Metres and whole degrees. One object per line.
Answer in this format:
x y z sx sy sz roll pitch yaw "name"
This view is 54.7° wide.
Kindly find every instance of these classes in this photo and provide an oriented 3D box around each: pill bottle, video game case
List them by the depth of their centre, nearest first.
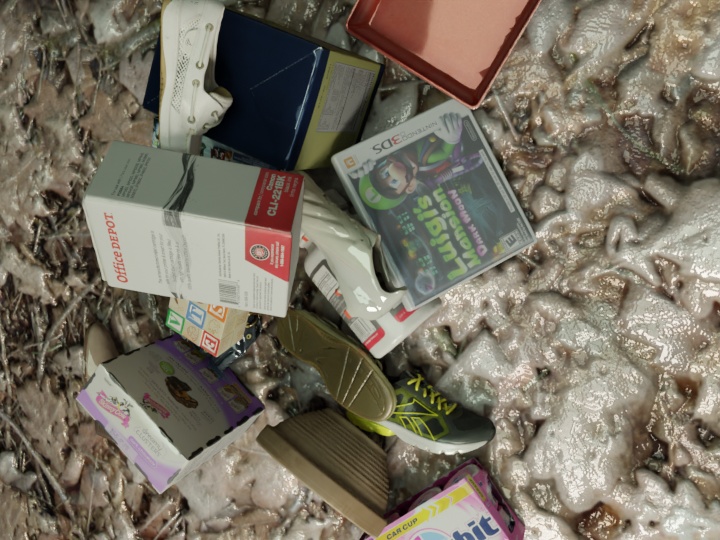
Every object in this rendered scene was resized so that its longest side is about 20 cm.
0.088 -0.082 0.819 0.181 0.023 0.201 -27 89 -12 "video game case"
0.000 0.000 0.870 0.111 0.111 0.200 -42 83 21 "pill bottle"

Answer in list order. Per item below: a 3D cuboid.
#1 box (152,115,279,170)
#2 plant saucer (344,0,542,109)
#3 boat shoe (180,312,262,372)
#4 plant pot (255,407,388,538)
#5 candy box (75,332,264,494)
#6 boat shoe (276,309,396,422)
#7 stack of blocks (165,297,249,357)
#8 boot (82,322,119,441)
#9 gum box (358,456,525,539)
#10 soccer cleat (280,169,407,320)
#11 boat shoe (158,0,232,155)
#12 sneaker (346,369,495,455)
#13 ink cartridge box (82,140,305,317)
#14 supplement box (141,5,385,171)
-0.181 -0.105 0.888 0.199 0.040 0.138 21 117 21 "box"
0.109 -0.325 0.817 0.199 0.037 0.201 35 110 12 "plant saucer"
-0.161 0.050 0.969 0.091 0.071 0.200 43 112 -2 "boat shoe"
-0.032 0.243 0.901 0.200 0.201 0.093 35 77 13 "plant pot"
-0.250 0.180 0.946 0.168 0.200 0.072 45 110 9 "candy box"
-0.023 0.115 0.895 0.200 0.063 0.074 33 110 30 "boat shoe"
-0.188 -0.006 0.871 0.115 0.059 0.201 29 122 16 "stack of blocks"
-0.338 0.177 1.058 0.145 0.070 0.202 -2 99 15 "boot"
0.107 0.345 0.906 0.200 0.066 0.114 -39 85 21 "gum box"
-0.020 -0.039 0.781 0.077 0.069 0.201 -33 87 26 "soccer cleat"
-0.166 -0.174 0.712 0.069 0.071 0.202 5 118 -5 "boat shoe"
0.074 0.174 0.888 0.198 0.074 0.086 8 101 20 "sneaker"
-0.164 -0.039 0.718 0.198 0.084 0.145 10 142 -2 "ink cartridge box"
-0.107 -0.220 0.827 0.199 0.200 0.135 26 108 15 "supplement box"
